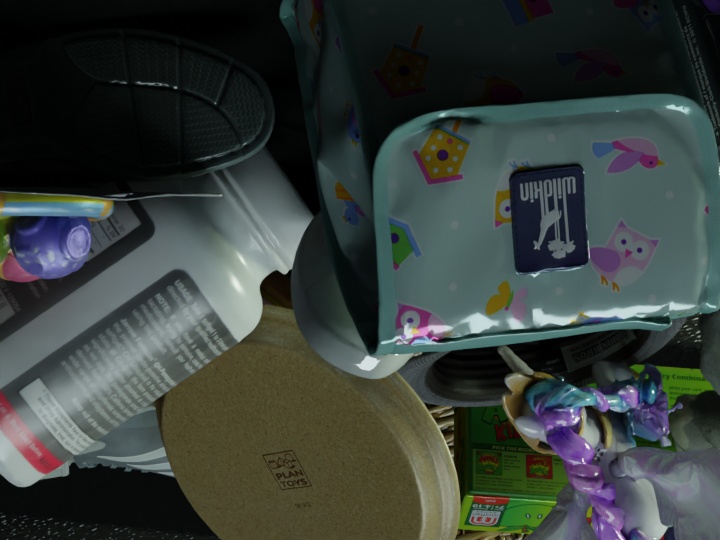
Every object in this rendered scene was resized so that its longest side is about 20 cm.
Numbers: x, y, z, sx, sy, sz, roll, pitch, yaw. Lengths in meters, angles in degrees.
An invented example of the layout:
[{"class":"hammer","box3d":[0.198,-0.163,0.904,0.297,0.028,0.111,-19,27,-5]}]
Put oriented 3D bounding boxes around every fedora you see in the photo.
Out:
[{"class":"fedora","box3d":[0.094,0.011,1.571,0.177,0.090,0.200,-17,164,11]}]

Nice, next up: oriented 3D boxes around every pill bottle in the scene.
[{"class":"pill bottle","box3d":[-0.119,0.009,1.374,0.200,0.111,0.111,-35,157,-1]}]

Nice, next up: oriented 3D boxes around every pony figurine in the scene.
[{"class":"pony figurine","box3d":[0.146,0.131,1.531,0.166,0.193,0.200,-31,165,15]}]

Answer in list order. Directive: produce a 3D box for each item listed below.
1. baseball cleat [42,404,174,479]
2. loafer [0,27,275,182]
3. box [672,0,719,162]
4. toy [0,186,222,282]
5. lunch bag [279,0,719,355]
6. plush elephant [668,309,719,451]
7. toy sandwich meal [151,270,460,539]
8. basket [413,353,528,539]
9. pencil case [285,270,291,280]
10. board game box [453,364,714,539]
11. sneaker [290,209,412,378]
[{"class":"baseball cleat","box3d":[-0.144,0.095,1.658,0.106,0.070,0.200,-32,143,14]},{"class":"loafer","box3d":[-0.142,-0.074,1.286,0.200,0.072,0.063,-2,175,-11]},{"class":"box","box3d":[0.179,-0.067,1.414,0.122,0.106,0.200,-3,156,-25]},{"class":"toy","box3d":[-0.174,-0.018,1.291,0.200,0.047,0.115,5,-175,44]},{"class":"lunch bag","box3d":[0.065,-0.060,1.242,0.170,0.200,0.122,-6,157,-15]},{"class":"plush elephant","box3d":[0.252,0.023,1.579,0.165,0.200,0.155,-42,119,-13]},{"class":"toy sandwich meal","box3d":[-0.027,0.084,1.470,0.205,0.205,0.070,-37,-173,44]},{"class":"basket","box3d":[0.078,0.094,1.797,0.200,0.149,0.143,-14,-170,0]},{"class":"pencil case","box3d":[0.000,0.000,1.498,0.085,0.093,0.200,33,143,-11]},{"class":"board game box","box3d":[0.158,0.111,1.682,0.200,0.102,0.048,5,147,-6]},{"class":"sneaker","box3d":[0.019,-0.037,1.322,0.073,0.200,0.085,22,133,-4]}]
